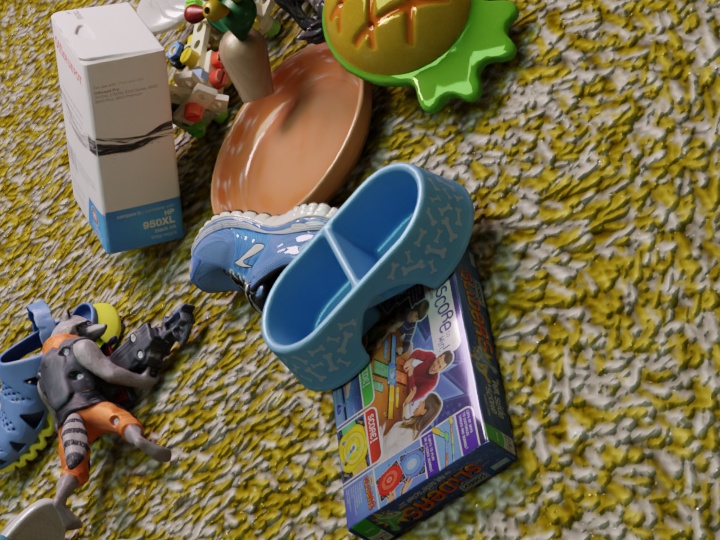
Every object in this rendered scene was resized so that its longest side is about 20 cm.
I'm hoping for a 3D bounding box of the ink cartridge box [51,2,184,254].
[{"bbox_3d":[-0.237,-0.141,1.587,0.145,0.084,0.202,-130,32,-54],"label":"ink cartridge box"}]

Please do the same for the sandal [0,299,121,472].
[{"bbox_3d":[-0.323,0.104,1.596,0.201,0.087,0.079,-58,36,2],"label":"sandal"}]

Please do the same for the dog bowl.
[{"bbox_3d":[0.000,0.000,1.250,0.200,0.049,0.112,-47,35,13],"label":"dog bowl"}]

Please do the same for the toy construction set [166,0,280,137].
[{"bbox_3d":[-0.144,-0.209,1.627,0.131,0.092,0.201,-21,38,40],"label":"toy construction set"}]

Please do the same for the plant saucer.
[{"bbox_3d":[-0.058,-0.114,1.485,0.199,0.037,0.201,-32,41,33],"label":"plant saucer"}]

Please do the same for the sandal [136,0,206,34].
[{"bbox_3d":[-0.157,-0.321,1.764,0.203,0.050,0.082,-47,49,-7],"label":"sandal"}]

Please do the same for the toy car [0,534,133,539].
[{"bbox_3d":[-0.218,0.273,1.309,0.199,0.186,0.177,-23,5,-19],"label":"toy car"}]

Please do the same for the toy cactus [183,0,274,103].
[{"bbox_3d":[-0.126,-0.234,1.494,0.102,0.166,0.200,-23,12,-20],"label":"toy cactus"}]

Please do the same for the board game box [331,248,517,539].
[{"bbox_3d":[0.039,0.086,1.208,0.135,0.034,0.201,-36,40,27],"label":"board game box"}]

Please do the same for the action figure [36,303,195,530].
[{"bbox_3d":[-0.234,0.105,1.474,0.200,0.104,0.194,-46,46,20],"label":"action figure"}]

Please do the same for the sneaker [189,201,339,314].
[{"bbox_3d":[-0.083,0.000,1.390,0.199,0.078,0.090,-10,54,47],"label":"sneaker"}]

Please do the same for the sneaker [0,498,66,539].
[{"bbox_3d":[-0.344,0.277,1.494,0.201,0.070,0.099,-59,39,7],"label":"sneaker"}]

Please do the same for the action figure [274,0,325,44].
[{"bbox_3d":[-0.037,-0.276,1.518,0.118,0.102,0.200,-36,29,-4],"label":"action figure"}]

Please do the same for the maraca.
[{"bbox_3d":[0.048,-0.210,1.377,0.137,0.107,0.200,-51,55,1],"label":"maraca"}]
